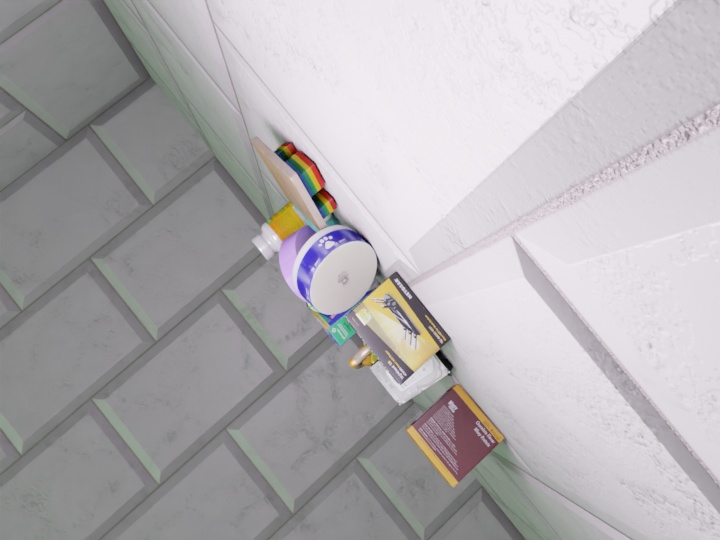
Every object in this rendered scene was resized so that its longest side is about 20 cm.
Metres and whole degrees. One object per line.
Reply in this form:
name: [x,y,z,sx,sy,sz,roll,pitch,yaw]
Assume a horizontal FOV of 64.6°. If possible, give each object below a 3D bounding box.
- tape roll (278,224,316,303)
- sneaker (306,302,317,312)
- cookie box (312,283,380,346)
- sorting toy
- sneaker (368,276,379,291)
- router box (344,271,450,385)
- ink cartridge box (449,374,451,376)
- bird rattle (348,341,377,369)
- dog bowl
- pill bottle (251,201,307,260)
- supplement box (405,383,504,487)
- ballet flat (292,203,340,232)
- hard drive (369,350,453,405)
tape roll: [-0.120,-0.015,1.495,0.199,0.065,0.203,34,-138,-37]
sneaker: [-0.116,0.071,1.671,0.078,0.082,0.200,68,-157,-13]
cookie box: [-0.027,0.110,1.662,0.076,0.199,0.171,52,172,-20]
sorting toy: [-0.145,-0.214,1.337,0.199,0.069,0.201,45,170,38]
sneaker: [0.000,0.000,1.549,0.200,0.069,0.082,-153,44,-72]
router box: [0.083,0.131,1.301,0.201,0.157,0.052,49,172,1]
ink cartridge box: [0.183,0.242,1.673,0.201,0.039,0.100,50,171,5]
bird rattle: [0.038,0.232,1.707,0.113,0.162,0.200,53,-171,9]
dog bowl: [-0.059,0.001,1.349,0.079,0.200,0.201,40,167,40]
pill bottle: [-0.238,-0.127,1.771,0.111,0.199,0.111,48,172,9]
supplement box: [0.267,0.472,1.645,0.198,0.199,0.133,48,172,12]
ballet flat: [-0.121,-0.157,1.487,0.200,0.067,0.071,42,155,37]
hard drive: [0.135,0.263,1.543,0.140,0.199,0.038,51,-147,1]
